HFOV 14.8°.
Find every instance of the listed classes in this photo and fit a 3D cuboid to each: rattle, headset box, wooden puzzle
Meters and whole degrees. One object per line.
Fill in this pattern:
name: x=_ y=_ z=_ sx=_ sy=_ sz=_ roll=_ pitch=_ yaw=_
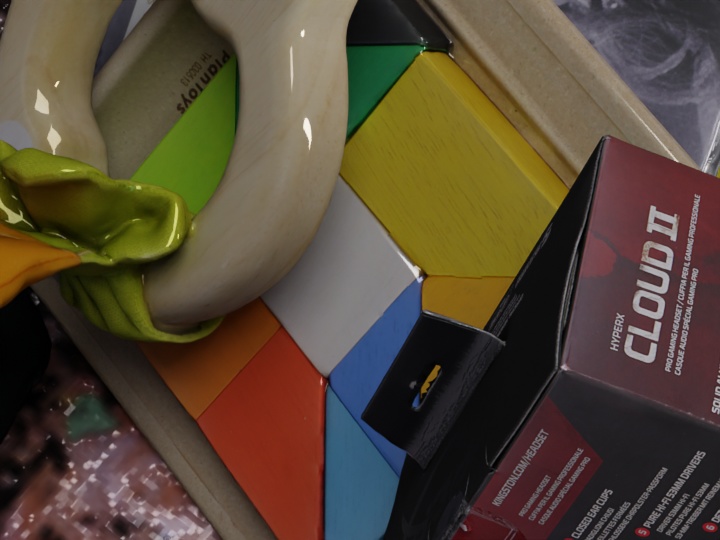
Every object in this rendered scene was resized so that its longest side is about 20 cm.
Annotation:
rattle: x=-0.068 y=-0.078 z=0.722 sx=0.143 sy=0.200 sz=0.130 roll=10 pitch=35 yaw=-34
headset box: x=0.099 y=0.061 z=0.677 sx=0.200 sy=0.149 sz=0.075 roll=20 pitch=51 yaw=-6
wooden puzzle: x=0.000 y=0.000 z=0.777 sx=0.200 sy=0.037 sz=0.185 roll=49 pitch=115 yaw=15

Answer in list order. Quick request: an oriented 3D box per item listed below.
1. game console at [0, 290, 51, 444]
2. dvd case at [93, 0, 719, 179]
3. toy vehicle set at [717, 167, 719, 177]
game console: x=-0.160 y=0.007 z=0.728 sx=0.177 sy=0.031 sz=0.200 roll=55 pitch=30 yaw=-20
dvd case: x=0.018 y=-0.074 z=0.807 sx=0.200 sy=0.016 sz=0.149 roll=19 pitch=90 yaw=26
toy vehicle set: x=0.078 y=-0.017 z=0.821 sx=0.200 sy=0.027 sz=0.124 roll=28 pitch=65 yaw=31
